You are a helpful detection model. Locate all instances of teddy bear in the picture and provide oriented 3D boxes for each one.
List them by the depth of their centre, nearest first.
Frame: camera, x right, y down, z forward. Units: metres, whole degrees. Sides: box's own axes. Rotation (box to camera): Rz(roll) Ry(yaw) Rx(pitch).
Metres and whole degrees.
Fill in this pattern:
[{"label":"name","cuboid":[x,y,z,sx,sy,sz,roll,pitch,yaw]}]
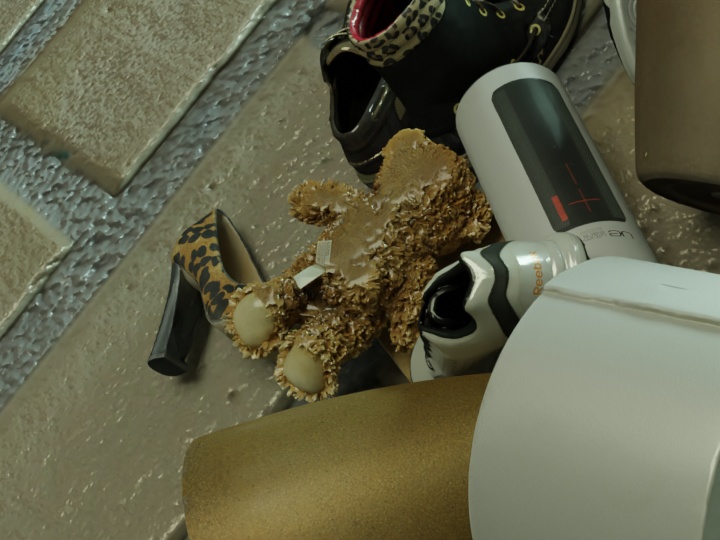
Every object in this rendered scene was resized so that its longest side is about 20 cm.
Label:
[{"label":"teddy bear","cuboid":[0.000,0.000,1.077,0.144,0.067,0.201,19,69,27]}]

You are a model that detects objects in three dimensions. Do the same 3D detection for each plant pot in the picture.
[{"label":"plant pot","cuboid":[0.028,0.140,0.919,0.199,0.187,0.187,-27,45,10]},{"label":"plant pot","cuboid":[0.242,-0.124,0.953,0.199,0.199,0.176,10,84,43]}]

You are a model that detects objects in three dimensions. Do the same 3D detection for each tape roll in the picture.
[{"label":"tape roll","cuboid":[0.169,0.102,0.807,0.138,0.203,0.204,11,66,44]}]

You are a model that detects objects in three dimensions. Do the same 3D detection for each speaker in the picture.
[{"label":"speaker","cuboid":[0.125,-0.041,1.010,0.081,0.081,0.201,-33,44,14]}]

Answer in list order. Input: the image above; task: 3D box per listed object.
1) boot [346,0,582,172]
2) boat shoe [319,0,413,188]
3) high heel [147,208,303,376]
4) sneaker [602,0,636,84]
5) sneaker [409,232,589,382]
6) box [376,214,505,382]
[{"label":"boot","cuboid":[0.076,-0.187,1.137,0.073,0.151,0.201,18,70,45]},{"label":"boat shoe","cuboid":[0.011,-0.158,1.226,0.074,0.073,0.201,-24,47,22]},{"label":"high heel","cuboid":[-0.071,-0.003,1.178,0.199,0.071,0.144,-12,51,36]},{"label":"sneaker","cuboid":[0.196,-0.212,1.131,0.072,0.112,0.202,-5,82,-7]},{"label":"sneaker","cuboid":[0.062,0.028,0.949,0.200,0.079,0.074,128,137,-60]},{"label":"box","cuboid":[0.102,0.031,1.047,0.163,0.021,0.200,-43,42,4]}]
